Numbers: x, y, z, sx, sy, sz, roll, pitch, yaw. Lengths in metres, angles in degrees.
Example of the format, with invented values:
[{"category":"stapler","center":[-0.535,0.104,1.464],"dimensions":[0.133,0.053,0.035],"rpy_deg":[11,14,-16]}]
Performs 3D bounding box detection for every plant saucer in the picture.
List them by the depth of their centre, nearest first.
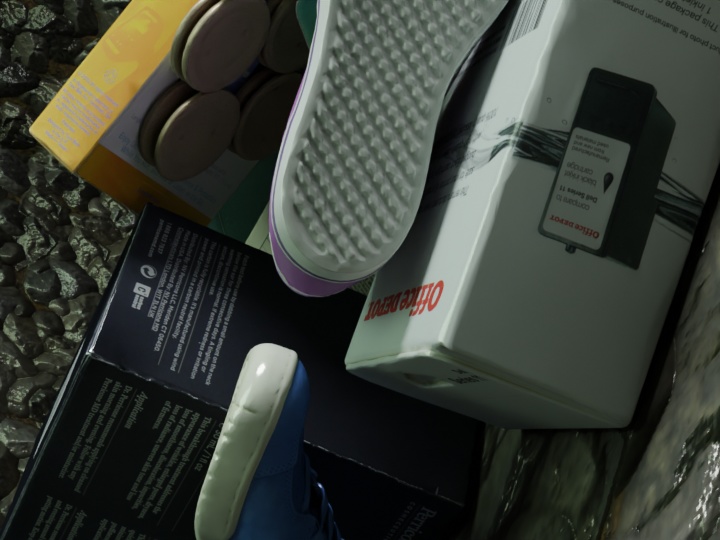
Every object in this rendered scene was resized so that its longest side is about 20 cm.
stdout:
[{"category":"plant saucer","center":[-0.062,-0.044,0.977],"dimensions":[0.070,0.019,0.200],"rpy_deg":[-40,-27,-18]}]

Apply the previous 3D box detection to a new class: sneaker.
[{"category":"sneaker","center":[0.008,-0.084,0.726],"dimensions":[0.114,0.072,0.201],"rpy_deg":[125,170,-78]},{"category":"sneaker","center":[-0.014,0.123,0.744],"dimensions":[0.077,0.111,0.201],"rpy_deg":[-74,-3,-59]}]

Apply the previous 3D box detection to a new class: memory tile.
[{"category":"memory tile","center":[-0.013,-0.122,0.829],"dimensions":[0.200,0.017,0.154],"rpy_deg":[-23,-37,-44]}]

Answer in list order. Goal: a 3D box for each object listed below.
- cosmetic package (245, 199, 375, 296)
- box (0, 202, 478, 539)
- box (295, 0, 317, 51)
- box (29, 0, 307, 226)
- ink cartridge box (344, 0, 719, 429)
[{"category":"cosmetic package","center":[0.000,0.000,0.918],"dimensions":[0.071,0.105,0.200],"rpy_deg":[-24,-19,-36]},{"category":"box","center":[-0.064,0.097,0.865],"dimensions":[0.104,0.181,0.200],"rpy_deg":[-75,13,-46]},{"category":"box","center":[0.048,-0.149,0.799],"dimensions":[0.200,0.048,0.118],"rpy_deg":[-44,-37,-17]},{"category":"box","center":[-0.055,-0.114,0.837],"dimensions":[0.200,0.041,0.119],"rpy_deg":[-52,-26,0]},{"category":"ink cartridge box","center":[0.077,-0.041,0.705],"dimensions":[0.147,0.083,0.201],"rpy_deg":[161,131,-76]}]
